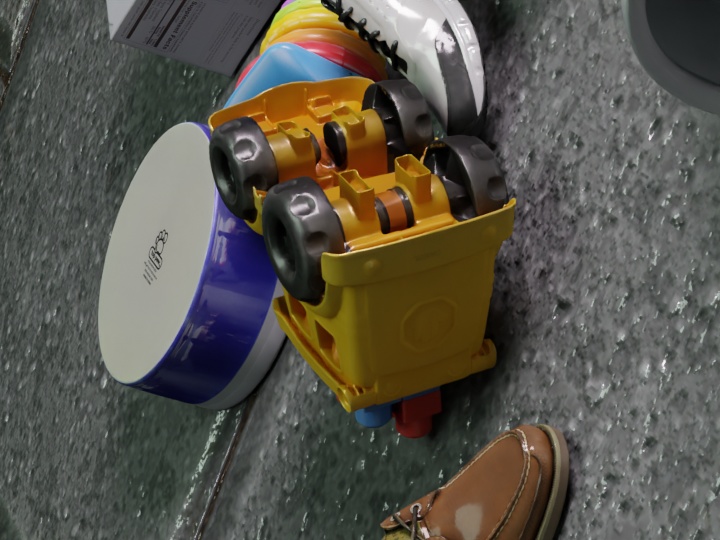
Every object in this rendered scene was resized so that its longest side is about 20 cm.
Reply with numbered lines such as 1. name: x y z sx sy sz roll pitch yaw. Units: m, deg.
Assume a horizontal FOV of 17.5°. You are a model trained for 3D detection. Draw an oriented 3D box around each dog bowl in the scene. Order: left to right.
1. dog bowl: -0.116 -0.004 1.703 0.200 0.078 0.201 -38 44 50

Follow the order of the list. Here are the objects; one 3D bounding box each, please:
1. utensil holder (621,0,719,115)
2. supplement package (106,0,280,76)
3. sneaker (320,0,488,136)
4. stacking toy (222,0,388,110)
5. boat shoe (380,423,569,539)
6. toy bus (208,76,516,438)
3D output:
1. utensil holder: 0.196 -0.201 1.111 0.170 0.169 0.201 -49 33 40
2. supplement package: -0.109 -0.283 1.805 0.200 0.110 0.156 -51 35 38
3. sneaker: 0.019 -0.161 1.466 0.074 0.080 0.201 95 152 -63
4. stacking toy: -0.025 -0.156 1.605 0.110 0.116 0.201 -51 24 42
5. boat shoe: 0.045 0.163 1.310 0.201 0.068 0.072 -59 29 26
6. toy bus: 0.000 0.000 1.407 0.200 0.135 0.193 47 147 49
